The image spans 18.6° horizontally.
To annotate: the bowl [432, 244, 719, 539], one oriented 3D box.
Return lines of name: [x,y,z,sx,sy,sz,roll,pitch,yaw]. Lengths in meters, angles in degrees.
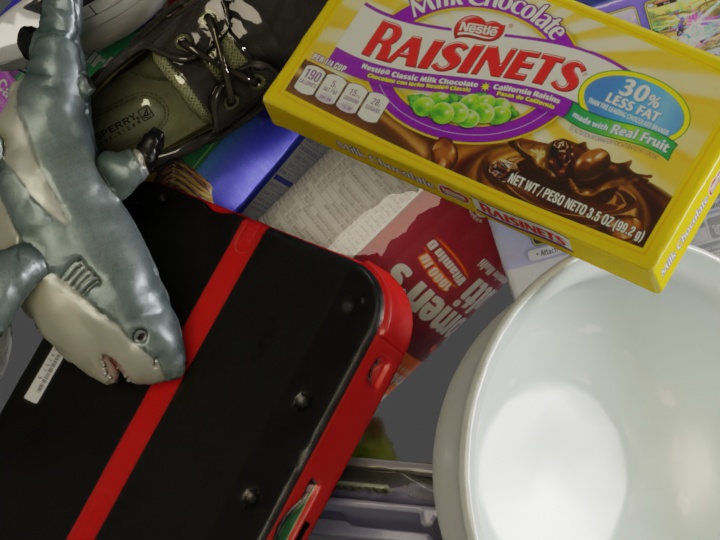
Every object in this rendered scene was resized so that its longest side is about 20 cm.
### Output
bowl: [0.104,0.088,0.961,0.200,0.090,0.202,3,84,-32]

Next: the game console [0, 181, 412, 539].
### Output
game console: [-0.084,0.066,1.024,0.176,0.031,0.201,20,75,34]

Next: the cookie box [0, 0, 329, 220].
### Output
cookie box: [-0.104,-0.090,1.142,0.171,0.075,0.200,41,94,13]

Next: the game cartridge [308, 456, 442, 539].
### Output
game cartridge: [-0.019,0.118,1.081,0.199,0.130,0.039,4,69,13]

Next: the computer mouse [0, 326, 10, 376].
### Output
computer mouse: [-0.210,0.043,1.104,0.044,0.200,0.110,26,83,-19]

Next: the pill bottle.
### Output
pill bottle: [0.000,0.000,1.095,0.200,0.110,0.110,-44,79,6]

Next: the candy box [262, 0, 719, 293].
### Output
candy box: [0.065,-0.073,0.939,0.199,0.026,0.102,25,71,26]

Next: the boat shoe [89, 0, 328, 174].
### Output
boat shoe: [-0.072,-0.094,1.036,0.200,0.066,0.072,-32,104,27]

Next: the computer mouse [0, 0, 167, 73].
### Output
computer mouse: [-0.151,-0.115,1.074,0.200,0.110,0.044,-37,97,-1]

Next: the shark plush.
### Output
shark plush: [-0.125,-0.047,1.021,0.083,0.091,0.201,-4,79,13]

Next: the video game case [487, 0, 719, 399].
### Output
video game case: [0.155,-0.047,1.002,0.199,0.045,0.182,-15,107,10]
